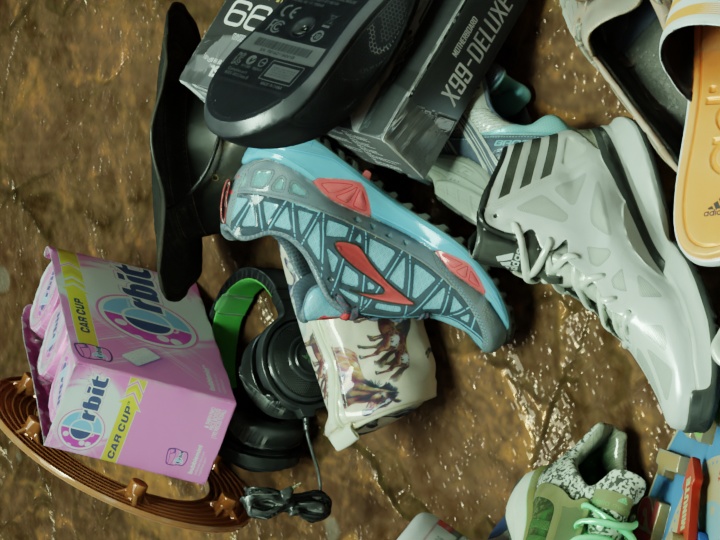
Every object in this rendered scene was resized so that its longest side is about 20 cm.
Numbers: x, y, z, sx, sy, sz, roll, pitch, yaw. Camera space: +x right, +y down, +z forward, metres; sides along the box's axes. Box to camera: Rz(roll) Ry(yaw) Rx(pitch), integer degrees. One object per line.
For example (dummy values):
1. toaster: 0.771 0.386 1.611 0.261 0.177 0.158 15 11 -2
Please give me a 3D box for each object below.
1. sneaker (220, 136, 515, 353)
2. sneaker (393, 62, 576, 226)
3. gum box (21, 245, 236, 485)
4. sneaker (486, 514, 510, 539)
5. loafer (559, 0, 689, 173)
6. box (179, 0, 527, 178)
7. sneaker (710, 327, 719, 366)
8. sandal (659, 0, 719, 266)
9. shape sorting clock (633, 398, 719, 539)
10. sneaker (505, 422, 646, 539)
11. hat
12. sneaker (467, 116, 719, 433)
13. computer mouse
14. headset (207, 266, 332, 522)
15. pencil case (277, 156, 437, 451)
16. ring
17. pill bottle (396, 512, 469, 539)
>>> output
1. sneaker: 0.000 0.000 1.465 0.096 0.200 0.079 -55 6 -8
2. sneaker: 0.062 -0.089 1.468 0.200 0.077 0.087 35 101 41
3. gum box: -0.162 0.058 1.646 0.200 0.113 0.066 -116 45 -62
4. sneaker: 0.069 0.231 1.477 0.075 0.088 0.201 42 124 40
5. loafer: 0.157 -0.128 1.342 0.200 0.063 0.072 57 134 28
6. box: 0.000 -0.152 1.475 0.200 0.050 0.158 20 76 46
7. sneaker: 0.251 -0.023 1.235 0.076 0.080 0.201 48 127 36
8. sandal: 0.192 -0.106 1.252 0.079 0.059 0.208 -7 62 34
9. shape sorting clock: 0.183 0.151 1.298 0.200 0.039 0.201 -165 90 -81
10. sneaker: 0.126 0.152 1.353 0.200 0.077 0.089 -92 27 -59
11. hat: -0.089 -0.079 1.615 0.080 0.201 0.202 1 90 4
12. sneaker: 0.122 0.010 1.332 0.076 0.115 0.201 96 162 -55
13. computer mouse: -0.006 -0.135 1.399 0.138 0.200 0.053 26 158 49
14. headset: -0.068 0.087 1.612 0.124 0.094 0.200 -60 41 36
15. pencil case: -0.012 0.009 1.531 0.078 0.089 0.201 -22 84 53
16. ring: -0.161 0.120 1.651 0.200 0.200 0.019 38 106 40
17. pill bottle: 0.085 0.240 1.388 0.200 0.114 0.114 35 125 8
